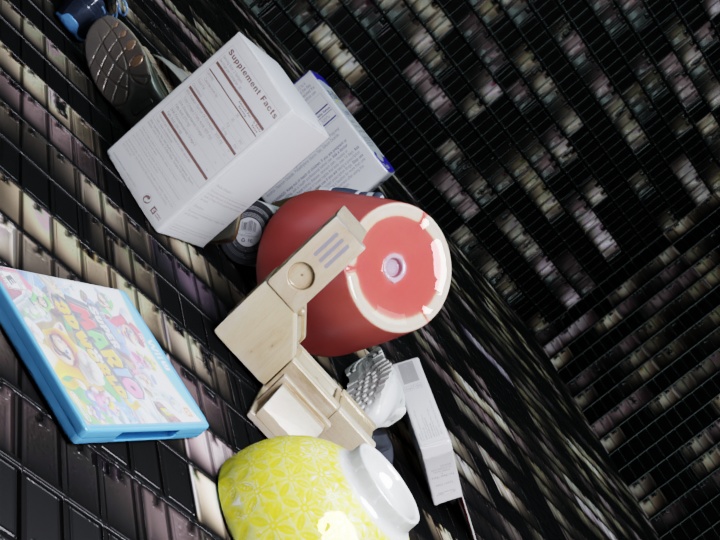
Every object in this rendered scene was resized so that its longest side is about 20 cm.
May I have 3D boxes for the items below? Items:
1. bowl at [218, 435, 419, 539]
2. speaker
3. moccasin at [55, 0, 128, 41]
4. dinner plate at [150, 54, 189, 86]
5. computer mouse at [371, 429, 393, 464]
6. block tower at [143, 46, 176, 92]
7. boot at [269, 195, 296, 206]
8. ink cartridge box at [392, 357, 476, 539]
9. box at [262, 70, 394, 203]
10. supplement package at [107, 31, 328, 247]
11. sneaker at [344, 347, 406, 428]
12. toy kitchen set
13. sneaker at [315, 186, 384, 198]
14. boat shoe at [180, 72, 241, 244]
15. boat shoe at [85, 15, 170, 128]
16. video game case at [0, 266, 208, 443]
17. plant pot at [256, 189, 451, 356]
[{"bbox_3d":[-0.015,0.208,0.978,0.201,0.107,0.200,50,9,-11],"label":"bowl"},{"bbox_3d":[-0.112,-0.042,1.506,0.082,0.081,0.200,53,9,11],"label":"speaker"},{"bbox_3d":[-0.344,-0.347,1.547,0.081,0.068,0.201,47,11,-23],"label":"moccasin"},{"bbox_3d":[-0.217,-0.211,1.587,0.201,0.024,0.201,50,-13,16],"label":"dinner plate"},{"bbox_3d":[0.015,0.216,1.228,0.033,0.060,0.200,18,12,1],"label":"computer mouse"},{"bbox_3d":[-0.250,-0.203,1.513,0.201,0.054,0.058,52,10,2],"label":"block tower"},{"bbox_3d":[-0.057,-0.023,1.661,0.077,0.197,0.158,-45,131,-51],"label":"boot"},{"bbox_3d":[0.097,0.243,1.565,0.201,0.044,0.179,-109,-177,-62],"label":"ink cartridge box"},{"bbox_3d":[-0.078,-0.174,1.826,0.201,0.183,0.105,52,11,0],"label":"box"},{"bbox_3d":[-0.155,-0.139,1.294,0.118,0.199,0.117,54,10,17],"label":"supplement package"},{"bbox_3d":[0.026,0.161,1.462,0.081,0.076,0.200,59,10,-10],"label":"sneaker"},{"bbox_3d":[-0.023,0.080,1.176,0.200,0.180,0.163,47,11,-5],"label":"toy kitchen set"},{"bbox_3d":[-0.012,-0.011,1.525,0.070,0.106,0.204,40,52,-71],"label":"sneaker"},{"bbox_3d":[-0.167,-0.133,1.398,0.074,0.074,0.204,14,70,-73],"label":"boat shoe"},{"bbox_3d":[-0.273,-0.216,1.443,0.202,0.074,0.073,62,1,4],"label":"boat shoe"},{"bbox_3d":[-0.198,0.066,0.896,0.144,0.018,0.200,54,10,15],"label":"video game case"},{"bbox_3d":[0.000,0.000,1.355,0.201,0.201,0.176,48,-23,-20],"label":"plant pot"}]
